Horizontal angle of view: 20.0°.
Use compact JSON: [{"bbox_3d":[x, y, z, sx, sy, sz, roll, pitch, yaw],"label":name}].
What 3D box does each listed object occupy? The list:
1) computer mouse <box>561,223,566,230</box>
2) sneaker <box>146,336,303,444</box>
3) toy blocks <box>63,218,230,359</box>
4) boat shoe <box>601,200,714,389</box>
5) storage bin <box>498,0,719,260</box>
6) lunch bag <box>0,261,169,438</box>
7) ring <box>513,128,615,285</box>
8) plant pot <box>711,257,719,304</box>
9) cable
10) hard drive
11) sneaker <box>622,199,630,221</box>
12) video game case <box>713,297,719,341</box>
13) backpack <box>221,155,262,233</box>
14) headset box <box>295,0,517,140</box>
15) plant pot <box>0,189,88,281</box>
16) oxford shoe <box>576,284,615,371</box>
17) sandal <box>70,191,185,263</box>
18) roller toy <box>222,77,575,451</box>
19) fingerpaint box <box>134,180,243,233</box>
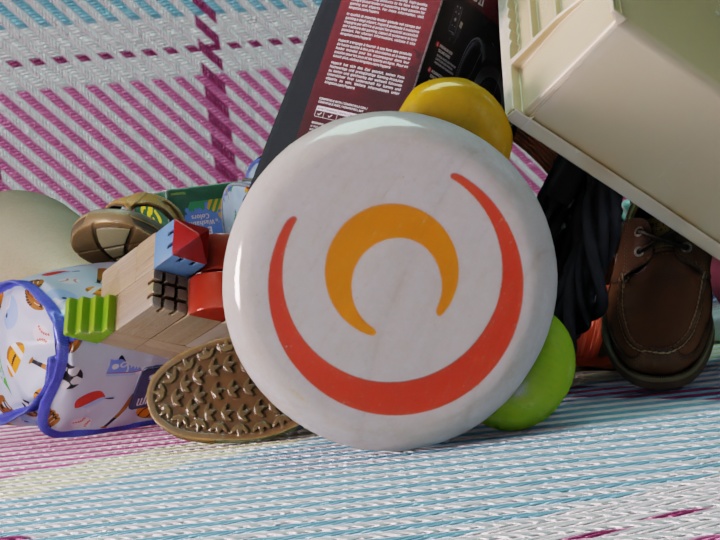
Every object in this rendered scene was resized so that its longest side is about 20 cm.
[{"bbox_3d":[0.189,0.012,1.523,0.109,0.044,0.200,13,23,-18],"label":"computer mouse"},{"bbox_3d":[-0.026,0.072,1.275,0.200,0.067,0.090,-15,-17,10],"label":"sneaker"},{"bbox_3d":[-0.070,0.018,1.309,0.200,0.100,0.137,15,-28,-29],"label":"toy blocks"},{"bbox_3d":[0.189,-0.008,1.291,0.072,0.068,0.200,0,36,9],"label":"boat shoe"},{"bbox_3d":[0.190,-0.130,1.258,0.200,0.199,0.094,31,-56,-22],"label":"storage bin"},{"bbox_3d":[-0.170,0.052,1.453,0.170,0.124,0.200,-6,-6,-28],"label":"lunch bag"},{"bbox_3d":[0.114,-0.055,1.453,0.019,0.201,0.200,-40,15,-21],"label":"ring"},{"bbox_3d":[0.330,-0.038,1.364,0.200,0.201,0.179,-9,-13,-43],"label":"plant pot"},{"bbox_3d":[0.130,0.005,1.303,0.051,0.200,0.163,20,33,-10],"label":"cable"},{"bbox_3d":[-0.011,-0.106,1.349,0.033,0.201,0.140,17,-11,20],"label":"hard drive"},{"bbox_3d":[0.179,0.007,1.690,0.199,0.078,0.140,-21,-8,-16],"label":"sneaker"},{"bbox_3d":[0.276,0.037,1.605,0.182,0.022,0.200,-6,3,35],"label":"video game case"},{"bbox_3d":[0.000,0.000,1.488,0.147,0.184,0.200,-18,16,-39],"label":"backpack"},{"bbox_3d":[0.038,-0.108,1.303,0.077,0.201,0.149,14,-5,30],"label":"headset box"},{"bbox_3d":[-0.261,0.039,1.748,0.187,0.188,0.200,-9,15,-31],"label":"plant pot"},{"bbox_3d":[0.160,0.043,1.415,0.073,0.072,0.200,11,1,-25],"label":"oxford shoe"},{"bbox_3d":[-0.159,-0.029,1.529,0.080,0.054,0.200,-2,-8,16],"label":"sandal"},{"bbox_3d":[0.013,0.002,1.145,0.182,0.201,0.140,-14,2,-2],"label":"roller toy"},{"bbox_3d":[-0.074,0.007,1.697,0.199,0.167,0.073,-8,-1,-29],"label":"fingerpaint box"}]
